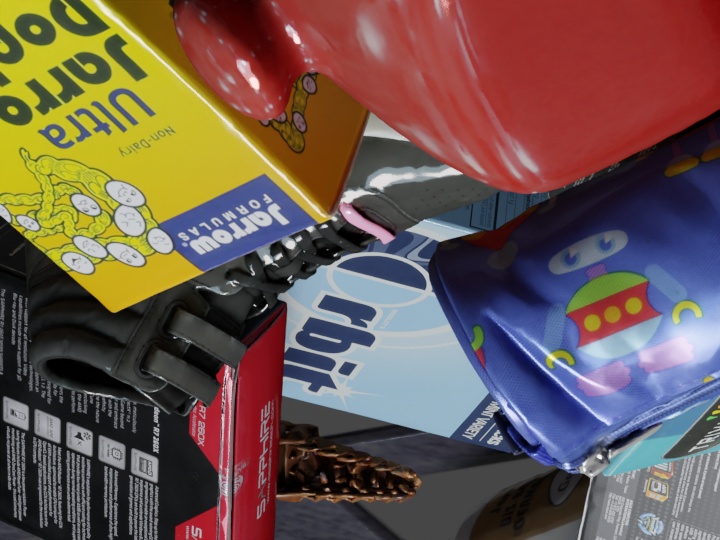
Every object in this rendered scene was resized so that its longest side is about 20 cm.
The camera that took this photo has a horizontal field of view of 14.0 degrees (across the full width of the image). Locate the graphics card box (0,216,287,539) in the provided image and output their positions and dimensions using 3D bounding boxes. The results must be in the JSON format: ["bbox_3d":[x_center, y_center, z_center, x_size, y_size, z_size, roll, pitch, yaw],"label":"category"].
[{"bbox_3d":[-0.125,0.043,1.156,0.199,0.051,0.126,19,126,22],"label":"graphics card box"}]

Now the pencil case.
[{"bbox_3d":[0.120,-0.006,0.898,0.199,0.087,0.078,-25,166,10],"label":"pencil case"}]

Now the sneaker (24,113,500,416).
[{"bbox_3d":[-0.034,0.000,1.028,0.199,0.100,0.071,-6,158,26],"label":"sneaker"}]

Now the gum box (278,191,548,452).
[{"bbox_3d":[0.000,0.000,1.174,0.199,0.045,0.170,15,149,-12],"label":"gum box"}]

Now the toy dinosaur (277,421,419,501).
[{"bbox_3d":[-0.078,0.080,1.275,0.199,0.103,0.136,-20,180,23],"label":"toy dinosaur"}]

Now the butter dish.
[{"bbox_3d":[0.013,-0.100,0.816,0.148,0.200,0.200,-39,144,-5],"label":"butter dish"}]

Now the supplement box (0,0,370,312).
[{"bbox_3d":[-0.096,-0.099,0.916,0.109,0.110,0.200,-22,127,40],"label":"supplement box"}]

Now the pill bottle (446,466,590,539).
[{"bbox_3d":[0.102,0.146,1.336,0.114,0.115,0.200,27,145,-31],"label":"pill bottle"}]

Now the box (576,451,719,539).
[{"bbox_3d":[0.166,0.124,1.174,0.159,0.044,0.201,18,126,14],"label":"box"}]

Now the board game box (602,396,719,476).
[{"bbox_3d":[0.190,0.010,1.037,0.199,0.047,0.151,-12,161,-16],"label":"board game box"}]

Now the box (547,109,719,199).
[{"bbox_3d":[0.163,-0.070,0.959,0.159,0.044,0.200,-11,155,-19],"label":"box"}]
